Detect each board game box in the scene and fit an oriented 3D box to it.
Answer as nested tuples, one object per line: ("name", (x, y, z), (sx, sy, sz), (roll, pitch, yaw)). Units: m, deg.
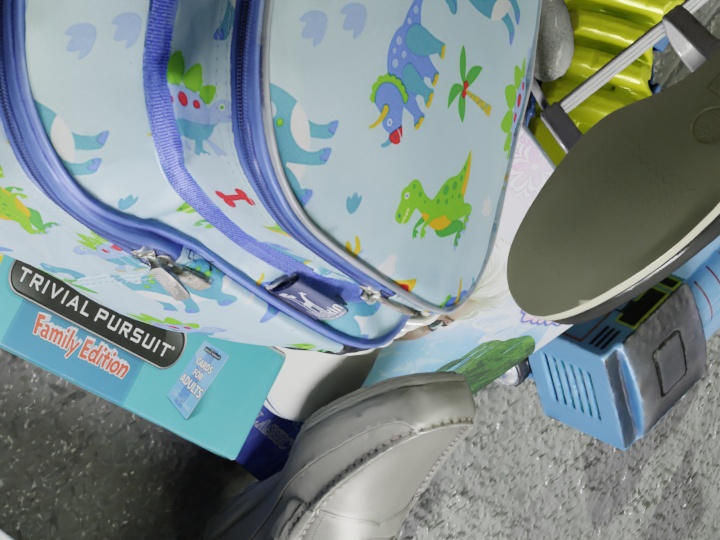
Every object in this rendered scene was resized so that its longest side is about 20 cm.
("board game box", (0.000, 0.002, 0.929), (0.199, 0.041, 0.200), (-36, 139, 7))
("board game box", (-0.141, -0.008, 0.745), (0.200, 0.151, 0.047), (34, 82, -51))

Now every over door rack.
("over door rack", (0.120, -0.114, 0.824), (0.148, 0.067, 0.200), (-39, 151, 3))

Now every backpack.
("backpack", (-0.042, -0.080, 0.621), (0.200, 0.146, 0.184), (24, 75, -48))

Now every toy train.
("toy train", (0.151, 0.001, 1.107), (0.200, 0.114, 0.087), (-41, 135, -27))

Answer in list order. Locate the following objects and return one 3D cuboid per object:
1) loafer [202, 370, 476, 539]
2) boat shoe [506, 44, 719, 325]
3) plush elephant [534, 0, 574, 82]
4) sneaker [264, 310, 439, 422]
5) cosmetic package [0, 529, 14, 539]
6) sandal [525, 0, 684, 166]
("loafer", (-0.006, 0.107, 0.915), (0.070, 0.070, 0.200), (-4, 153, -31))
("boat shoe", (0.142, -0.047, 0.802), (0.201, 0.074, 0.063), (-45, 137, 11))
("plush elephant", (0.065, -0.159, 0.900), (0.200, 0.164, 0.155), (35, 68, -23))
("sneaker", (0.000, 0.000, 0.839), (0.073, 0.071, 0.201), (-5, 136, -24))
("cosmetic package", (-0.151, 0.197, 0.842), (0.200, 0.052, 0.151), (41, 73, -20))
("sandal", (0.127, -0.123, 1.065), (0.087, 0.079, 0.201), (98, 13, -83))
